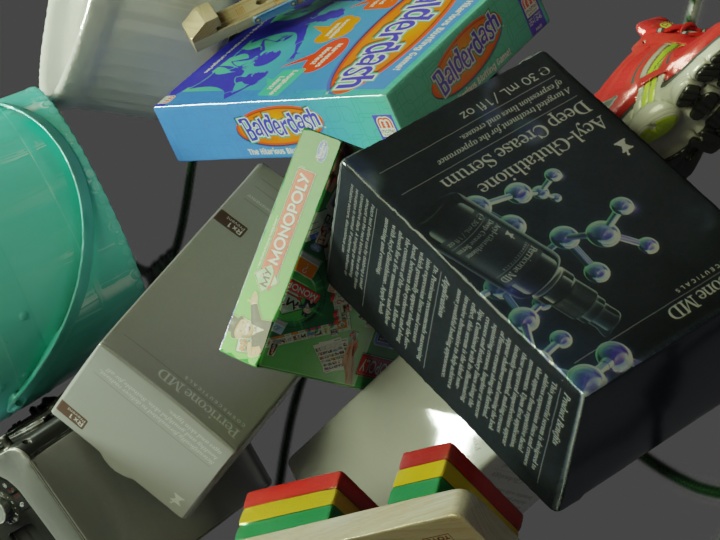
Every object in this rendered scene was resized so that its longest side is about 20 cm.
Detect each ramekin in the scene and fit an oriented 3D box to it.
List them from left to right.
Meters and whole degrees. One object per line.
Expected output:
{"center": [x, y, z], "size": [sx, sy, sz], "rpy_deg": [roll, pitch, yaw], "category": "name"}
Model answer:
{"center": [-0.139, -0.193, 1.916], "size": [0.200, 0.098, 0.201], "rpy_deg": [-167, 90, -76], "category": "ramekin"}

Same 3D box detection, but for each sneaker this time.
{"center": [0.186, -0.116, 1.649], "size": [0.200, 0.077, 0.085], "rpy_deg": [-36, 48, 29], "category": "sneaker"}

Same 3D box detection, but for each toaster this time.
{"center": [-0.175, 0.138, 1.815], "size": [0.181, 0.200, 0.119], "rpy_deg": [-28, 95, 43], "category": "toaster"}

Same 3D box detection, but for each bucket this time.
{"center": [-0.232, -0.013, 1.887], "size": [0.135, 0.207, 0.207], "rpy_deg": [-27, 49, -13], "category": "bucket"}

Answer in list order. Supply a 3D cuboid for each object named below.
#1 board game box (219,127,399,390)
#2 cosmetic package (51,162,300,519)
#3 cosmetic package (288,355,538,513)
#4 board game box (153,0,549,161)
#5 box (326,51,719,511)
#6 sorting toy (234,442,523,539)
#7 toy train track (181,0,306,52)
{"center": [0.000, 0.000, 1.697], "size": [0.029, 0.200, 0.135], "rpy_deg": [23, 92, 27], "category": "board game box"}
{"center": [-0.082, 0.040, 1.748], "size": [0.090, 0.107, 0.200], "rpy_deg": [-52, 1, 43], "category": "cosmetic package"}
{"center": [0.059, 0.095, 1.701], "size": [0.200, 0.074, 0.102], "rpy_deg": [-44, 51, 27], "category": "cosmetic package"}
{"center": [-0.007, -0.126, 1.793], "size": [0.200, 0.045, 0.152], "rpy_deg": [0, 34, 43], "category": "board game box"}
{"center": [0.102, 0.003, 1.586], "size": [0.200, 0.148, 0.107], "rpy_deg": [45, 149, 26], "category": "box"}
{"center": [0.041, 0.181, 1.618], "size": [0.200, 0.199, 0.070], "rpy_deg": [-17, 41, 37], "category": "sorting toy"}
{"center": [-0.020, -0.195, 1.820], "size": [0.200, 0.033, 0.115], "rpy_deg": [-26, 35, -5], "category": "toy train track"}
